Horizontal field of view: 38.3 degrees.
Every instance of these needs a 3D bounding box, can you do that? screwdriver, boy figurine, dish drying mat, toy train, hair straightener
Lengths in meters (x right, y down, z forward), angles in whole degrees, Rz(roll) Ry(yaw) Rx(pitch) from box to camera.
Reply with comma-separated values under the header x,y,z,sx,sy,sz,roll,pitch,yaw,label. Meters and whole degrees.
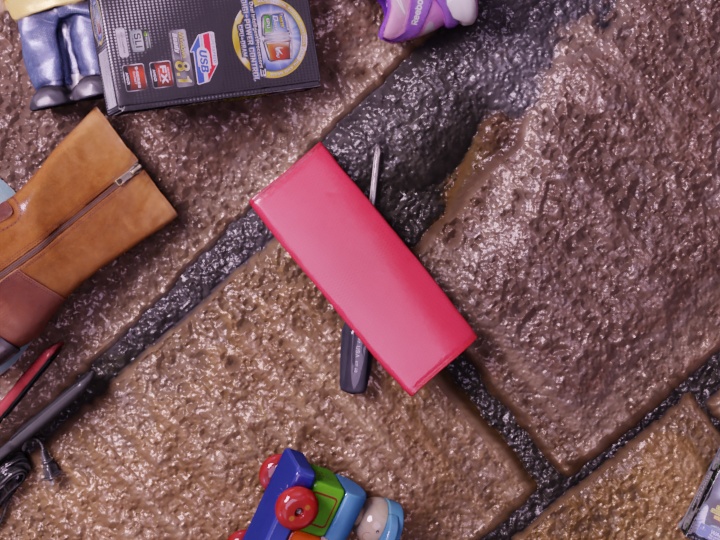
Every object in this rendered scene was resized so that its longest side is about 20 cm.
x,y,z,sx,sy,sz,roll,pitch,yaw,label
0.000,0.000,0.842,0.029,0.028,0.201,2,90,25,screwdriver
-0.230,-0.225,0.781,0.124,0.064,0.201,-10,100,0,boy figurine
0.003,-0.001,0.822,0.077,0.018,0.200,-40,90,-6,dish drying mat
-0.053,0.256,0.839,0.115,0.085,0.201,23,94,-19,toy train
-0.279,0.152,0.827,0.077,0.041,0.200,42,92,-6,hair straightener

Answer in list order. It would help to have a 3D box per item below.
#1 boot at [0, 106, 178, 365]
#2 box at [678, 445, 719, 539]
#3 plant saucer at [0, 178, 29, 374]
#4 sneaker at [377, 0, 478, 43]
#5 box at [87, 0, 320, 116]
x,y,z,sx,sy,sz,roll,pitch,yaw,label
-0.263,-0.051,0.765,0.200,0.068,0.188,-44,104,-13,boot
0.386,0.201,0.855,0.199,0.040,0.137,26,93,7,box
-0.348,0.005,0.809,0.200,0.039,0.202,0,95,-4,plant saucer
0.007,-0.258,0.787,0.088,0.081,0.201,-30,98,8,sneaker
-0.123,-0.225,0.770,0.159,0.044,0.201,-11,97,-23,box
